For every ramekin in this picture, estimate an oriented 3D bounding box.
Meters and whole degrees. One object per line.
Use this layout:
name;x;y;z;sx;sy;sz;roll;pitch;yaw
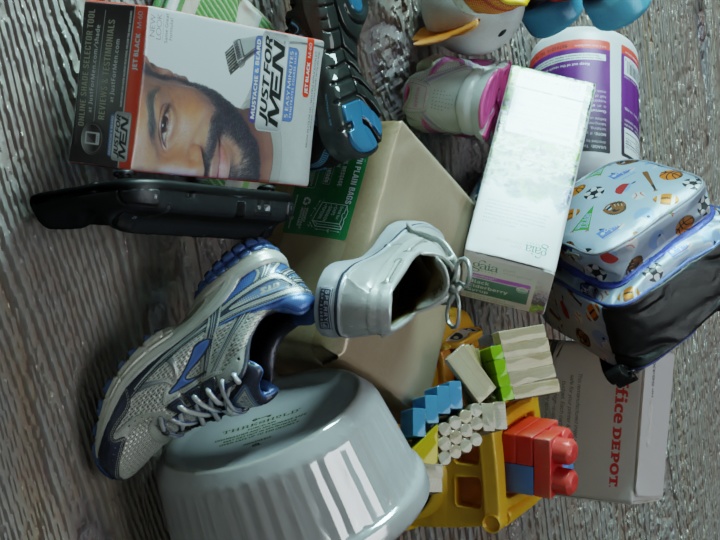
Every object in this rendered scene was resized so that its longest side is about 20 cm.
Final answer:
ramekin;-0.056;0.149;1.270;0.202;0.201;0.095;-42;116;-50

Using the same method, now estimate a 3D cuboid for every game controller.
game controller;-0.133;-0.044;1.198;0.200;0.104;0.042;3;90;-59

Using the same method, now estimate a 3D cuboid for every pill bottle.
pill bottle;0.224;-0.136;1.751;0.112;0.112;0.201;38;50;-54

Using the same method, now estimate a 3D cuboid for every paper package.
paper package;0.000;0.000;1.409;0.191;0.103;0.201;43;58;-60

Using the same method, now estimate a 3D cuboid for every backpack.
backpack;0.241;-0.009;1.594;0.199;0.190;0.155;-29;111;-22

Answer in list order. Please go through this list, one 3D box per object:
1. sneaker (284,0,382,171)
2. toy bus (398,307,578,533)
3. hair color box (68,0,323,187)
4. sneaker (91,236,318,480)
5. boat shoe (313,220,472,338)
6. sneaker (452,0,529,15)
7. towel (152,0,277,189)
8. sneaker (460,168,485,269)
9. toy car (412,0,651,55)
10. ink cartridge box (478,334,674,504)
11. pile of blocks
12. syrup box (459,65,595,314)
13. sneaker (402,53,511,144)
sneaker;-0.039;-0.172;1.342;0.073;0.082;0.201;23;56;-49
toy bus;0.105;0.130;1.534;0.135;0.191;0.201;-21;109;-55
hair color box;-0.111;-0.121;1.227;0.199;0.064;0.112;0;98;-54
sneaker;-0.106;0.073;1.217;0.200;0.085;0.077;-51;156;-4
boat shoe;0.044;0.008;1.283;0.202;0.086;0.075;-22;116;-65
sneaker;0.078;-0.293;1.436;0.200;0.077;0.073;42;58;-35
towel;-0.105;-0.136;1.319;0.200;0.023;0.153;44;57;-54
sneaker;0.114;-0.038;1.663;0.075;0.087;0.200;43;21;3
toy car;0.128;-0.258;1.571;0.200;0.176;0.185;-49;119;-25
ink cartridge box;0.191;0.140;1.665;0.084;0.199;0.147;10;85;-59
pile of blocks;0.075;0.113;1.423;0.200;0.062;0.082;-37;95;-28
syrup box;0.145;-0.071;1.512;0.082;0.078;0.201;94;10;-62
sneaker;0.085;-0.161;1.580;0.200;0.088;0.082;-14;115;-81
